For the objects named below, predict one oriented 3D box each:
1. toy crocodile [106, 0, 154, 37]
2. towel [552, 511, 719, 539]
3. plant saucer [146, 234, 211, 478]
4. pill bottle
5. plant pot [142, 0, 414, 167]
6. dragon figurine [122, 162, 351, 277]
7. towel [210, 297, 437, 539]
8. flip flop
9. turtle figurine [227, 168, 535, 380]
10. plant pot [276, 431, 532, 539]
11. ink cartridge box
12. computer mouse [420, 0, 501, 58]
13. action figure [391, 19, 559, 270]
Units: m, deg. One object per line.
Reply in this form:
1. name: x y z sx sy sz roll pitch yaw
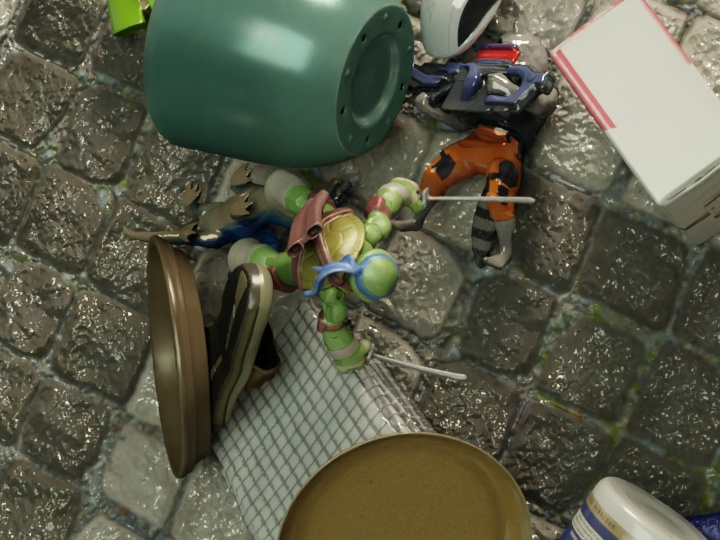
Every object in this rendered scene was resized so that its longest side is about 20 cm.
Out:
1. toy crocodile: -0.134 -0.257 1.751 0.199 0.062 0.068 -29 76 11
2. towel: 0.243 0.267 1.568 0.198 0.049 0.149 -14 84 20
3. plant saucer: -0.150 0.070 1.666 0.029 0.200 0.202 -6 81 -12
4. pill bottle: 0.171 0.265 1.510 0.111 0.111 0.201 37 100 19
5. plant pot: -0.053 -0.173 1.627 0.160 0.200 0.202 20 92 25
6. dragon figurine: -0.102 -0.035 1.704 0.199 0.099 0.059 -23 53 25
7. towel: -0.027 0.148 1.629 0.166 0.085 0.200 -53 44 16
8. flip flop: -0.088 0.059 1.587 0.057 0.200 0.082 -2 59 -18
9. turtle figurine: 0.000 0.000 1.581 0.193 0.199 0.145 25 118 50
10. plant pot: 0.032 0.208 1.538 0.198 0.028 0.202 -4 113 -9
11. ink cartridge box: 0.231 -0.110 1.524 0.085 0.200 0.146 -36 74 8
12. computer mouse: 0.106 -0.264 1.636 0.201 0.044 0.109 -57 37 -1
13. action figure: 0.093 -0.112 1.652 0.199 0.104 0.195 21 86 50
